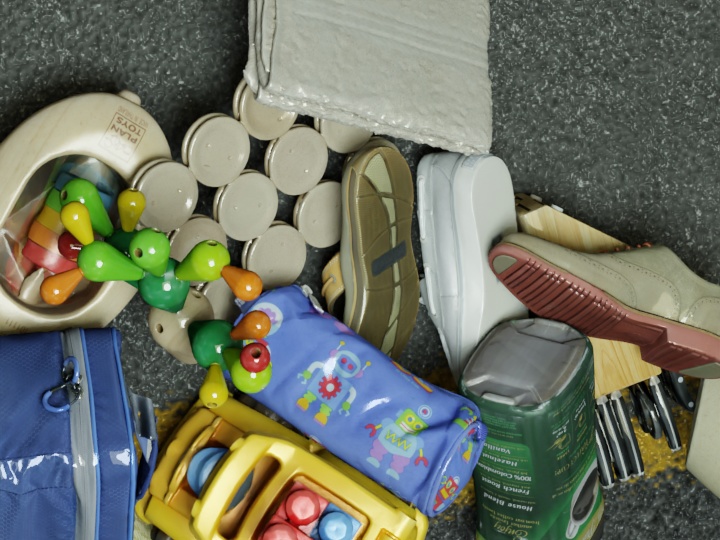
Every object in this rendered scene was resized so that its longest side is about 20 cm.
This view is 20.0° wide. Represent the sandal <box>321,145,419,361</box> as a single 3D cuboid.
[{"bbox_3d":[0.000,0.000,1.478,0.080,0.054,0.201,-28,127,-43],"label":"sandal"}]

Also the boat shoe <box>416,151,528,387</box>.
[{"bbox_3d":[0.074,0.008,1.498,0.072,0.068,0.201,-34,125,-41],"label":"boat shoe"}]

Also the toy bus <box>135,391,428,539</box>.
[{"bbox_3d":[-0.060,0.170,1.412,0.200,0.192,0.136,32,84,6],"label":"toy bus"}]

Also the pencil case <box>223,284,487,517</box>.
[{"bbox_3d":[-0.004,0.085,1.418,0.200,0.078,0.087,34,92,16],"label":"pencil case"}]

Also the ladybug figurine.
[{"bbox_3d":[-0.206,-0.036,1.414,0.135,0.072,0.200,32,92,-19],"label":"ladybug figurine"}]

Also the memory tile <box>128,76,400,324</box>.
[{"bbox_3d":[-0.064,-0.063,1.436,0.200,0.017,0.154,-42,127,-17],"label":"memory tile"}]

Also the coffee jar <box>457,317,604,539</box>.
[{"bbox_3d":[0.127,0.141,1.492,0.104,0.085,0.201,-50,142,-43],"label":"coffee jar"}]

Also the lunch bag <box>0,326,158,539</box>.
[{"bbox_3d":[-0.206,0.127,1.384,0.132,0.136,0.200,-4,142,-13],"label":"lunch bag"}]

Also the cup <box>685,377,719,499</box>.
[{"bbox_3d":[0.324,0.113,1.535,0.142,0.200,0.201,12,99,8],"label":"cup"}]

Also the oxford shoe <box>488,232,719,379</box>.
[{"bbox_3d":[0.185,0.010,1.472,0.199,0.070,0.075,25,68,-16],"label":"oxford shoe"}]

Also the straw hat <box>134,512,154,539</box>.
[{"bbox_3d":[-0.200,0.259,1.469,0.200,0.085,0.202,-3,102,-14],"label":"straw hat"}]

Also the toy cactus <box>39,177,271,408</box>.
[{"bbox_3d":[-0.128,0.027,1.345,0.200,0.165,0.102,32,73,18],"label":"toy cactus"}]

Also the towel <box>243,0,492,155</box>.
[{"bbox_3d":[0.008,-0.158,1.416,0.199,0.034,0.133,13,67,-31],"label":"towel"}]

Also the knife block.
[{"bbox_3d":[0.166,0.058,1.533,0.199,0.064,0.176,25,93,-18],"label":"knife block"}]
